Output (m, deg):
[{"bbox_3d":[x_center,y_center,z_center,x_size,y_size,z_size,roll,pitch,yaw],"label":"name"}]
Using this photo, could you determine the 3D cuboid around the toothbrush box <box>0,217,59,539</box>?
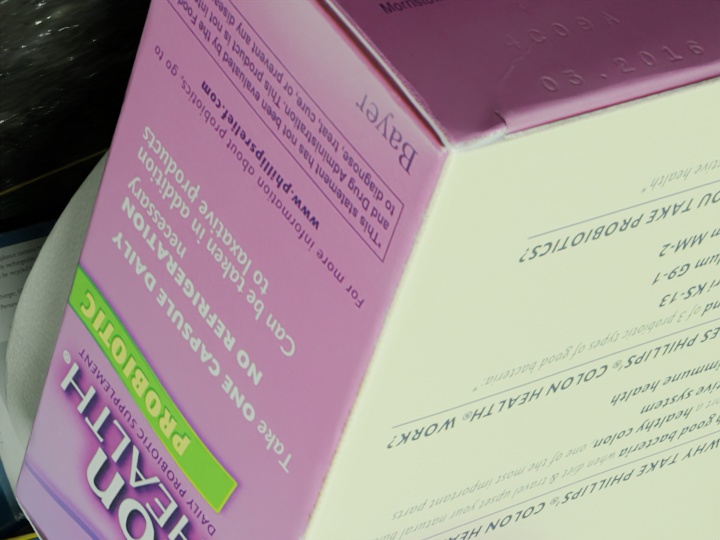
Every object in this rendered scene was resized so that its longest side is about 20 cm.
[{"bbox_3d":[-0.104,0.050,0.904,0.146,0.086,0.200,-16,168,-36],"label":"toothbrush box"}]

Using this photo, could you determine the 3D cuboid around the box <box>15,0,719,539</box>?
[{"bbox_3d":[0.034,-0.004,0.656,0.176,0.097,0.200,-17,142,-34],"label":"box"}]

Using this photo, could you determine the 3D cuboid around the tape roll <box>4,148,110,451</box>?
[{"bbox_3d":[0.000,0.000,0.758,0.202,0.037,0.203,-30,149,-20],"label":"tape roll"}]

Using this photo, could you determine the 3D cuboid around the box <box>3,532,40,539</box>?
[{"bbox_3d":[-0.068,0.106,0.840,0.070,0.064,0.200,-27,172,27],"label":"box"}]
